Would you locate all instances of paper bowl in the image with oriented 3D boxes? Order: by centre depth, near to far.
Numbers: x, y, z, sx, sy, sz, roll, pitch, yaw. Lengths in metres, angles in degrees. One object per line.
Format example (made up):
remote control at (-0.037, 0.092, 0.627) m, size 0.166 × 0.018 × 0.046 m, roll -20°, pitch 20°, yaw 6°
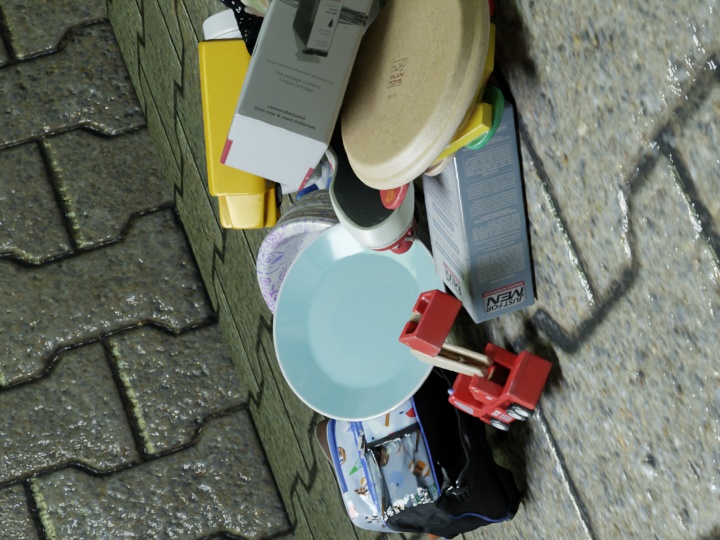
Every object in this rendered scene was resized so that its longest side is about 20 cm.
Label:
paper bowl at (0.000, 0.000, 1.702) m, size 0.200 × 0.104 × 0.201 m, roll 19°, pitch 135°, yaw 20°

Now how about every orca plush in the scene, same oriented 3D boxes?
orca plush at (-0.079, -0.212, 1.544) m, size 0.200 × 0.071 × 0.105 m, roll 42°, pitch 142°, yaw 27°

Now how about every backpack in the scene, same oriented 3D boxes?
backpack at (0.058, 0.171, 1.626) m, size 0.200 × 0.154 × 0.191 m, roll 28°, pitch -131°, yaw -64°

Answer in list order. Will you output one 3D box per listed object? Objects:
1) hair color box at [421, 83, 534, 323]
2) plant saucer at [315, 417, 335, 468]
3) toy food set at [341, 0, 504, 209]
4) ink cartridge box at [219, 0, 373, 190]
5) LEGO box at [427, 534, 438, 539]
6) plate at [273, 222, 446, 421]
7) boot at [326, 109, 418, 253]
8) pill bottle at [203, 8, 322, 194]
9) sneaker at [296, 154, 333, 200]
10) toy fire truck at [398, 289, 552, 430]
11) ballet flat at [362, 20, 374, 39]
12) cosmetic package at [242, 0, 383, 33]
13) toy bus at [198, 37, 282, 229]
hair color box at (0.098, -0.067, 1.414) m, size 0.099 × 0.061 × 0.200 m, roll -125°, pitch 22°, yaw -56°
plant saucer at (0.034, 0.238, 1.955) m, size 0.200 × 0.034 × 0.200 m, roll 37°, pitch -166°, yaw -11°
toy food set at (0.048, -0.153, 1.330) m, size 0.200 × 0.049 × 0.198 m, roll -28°, pitch 50°, yaw 49°
ink cartridge box at (-0.050, -0.190, 1.403) m, size 0.147 × 0.083 × 0.200 m, roll 130°, pitch 157°, yaw -73°
LEGO box at (0.070, 0.180, 1.836) m, size 0.200 × 0.077 × 0.149 m, roll -124°, pitch 20°, yaw -52°
plate at (0.002, 0.048, 1.577) m, size 0.026 × 0.200 × 0.200 m, roll 18°, pitch -137°, yaw -56°
boot at (0.026, -0.049, 1.464) m, size 0.200 × 0.072 × 0.144 m, roll -108°, pitch -9°, yaw -55°
pill bottle at (-0.115, -0.187, 1.796) m, size 0.111 × 0.111 × 0.200 m, roll 138°, pitch 121°, yaw -76°
sneaker at (-0.043, -0.146, 1.850) m, size 0.075 × 0.088 × 0.200 m, roll -122°, pitch 20°, yaw -53°
toy fire truck at (0.096, 0.084, 1.459) m, size 0.200 × 0.141 × 0.049 m, roll 123°, pitch 172°, yaw -75°
ballet flat at (0.043, -0.183, 1.515) m, size 0.200 × 0.068 × 0.072 m, roll -119°, pitch 36°, yaw -54°
cosmetic package at (-0.055, -0.284, 1.677) m, size 0.200 × 0.103 × 0.087 m, roll -126°, pitch 24°, yaw -52°
toy bus at (-0.124, -0.142, 1.684) m, size 0.078 × 0.065 × 0.200 m, roll -54°, pitch -38°, yaw -76°
